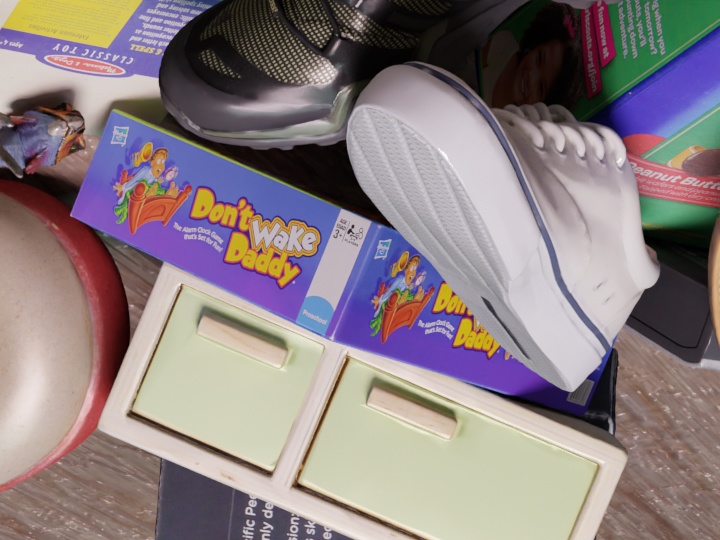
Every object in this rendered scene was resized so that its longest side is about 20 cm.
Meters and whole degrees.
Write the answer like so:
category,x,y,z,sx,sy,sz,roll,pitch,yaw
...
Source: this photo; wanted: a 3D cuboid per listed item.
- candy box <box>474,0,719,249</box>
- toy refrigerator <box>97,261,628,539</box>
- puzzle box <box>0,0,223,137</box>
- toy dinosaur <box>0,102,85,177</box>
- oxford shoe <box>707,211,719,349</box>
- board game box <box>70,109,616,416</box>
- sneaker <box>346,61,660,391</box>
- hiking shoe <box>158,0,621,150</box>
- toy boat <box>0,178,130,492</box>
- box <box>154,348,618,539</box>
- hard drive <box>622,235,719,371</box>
category,x,y,z,sx,sy,sz,roll,pitch,yaw
candy box,0.165,-0.081,0.802,0.168,0.078,0.200,10,151,-30
toy refrigerator,0.001,0.065,0.886,0.199,0.076,0.070,24,-177,-1
puzzle box,-0.144,-0.099,0.772,0.199,0.026,0.133,9,152,-26
toy dinosaur,-0.174,-0.064,0.757,0.105,0.201,0.181,-30,-178,21
oxford shoe,0.167,-0.010,0.732,0.071,0.072,0.201,-8,143,-14
board game box,0.000,0.000,0.869,0.134,0.045,0.200,24,-177,33
sneaker,0.053,-0.028,0.745,0.073,0.071,0.200,33,171,27
hiking shoe,0.015,-0.115,0.712,0.199,0.076,0.101,-26,135,4
toy boat,-0.173,0.033,0.972,0.199,0.131,0.130,-26,178,39
box,0.008,0.127,1.008,0.199,0.198,0.117,8,-164,5
hard drive,0.173,0.012,0.914,0.199,0.033,0.139,9,-165,-35
